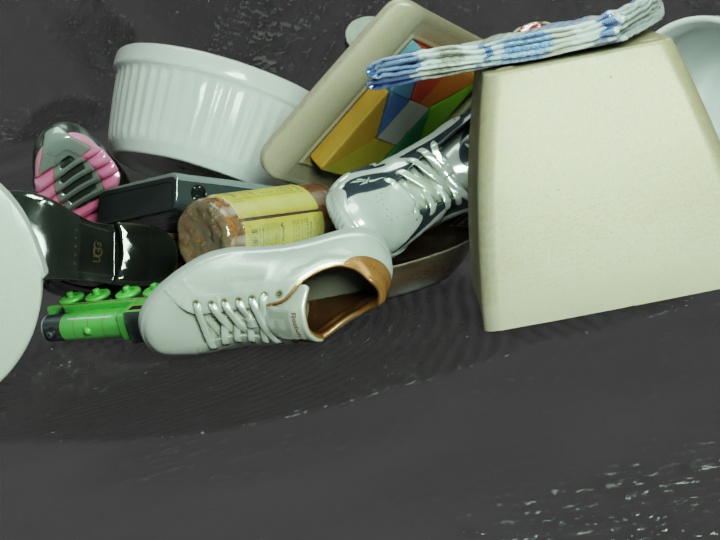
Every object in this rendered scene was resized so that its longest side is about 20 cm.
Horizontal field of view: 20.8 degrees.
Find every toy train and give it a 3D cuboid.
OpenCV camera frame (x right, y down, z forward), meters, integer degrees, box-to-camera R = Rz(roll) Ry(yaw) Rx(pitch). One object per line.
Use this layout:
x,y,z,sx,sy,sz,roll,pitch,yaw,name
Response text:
-0.179,0.037,1.604,0.199,0.042,0.056,-6,22,31,toy train

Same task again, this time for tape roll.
-0.334,0.009,1.453,0.202,0.204,0.037,-12,9,-5,tape roll

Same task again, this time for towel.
0.115,-0.168,1.434,0.199,0.024,0.147,-9,10,24,towel

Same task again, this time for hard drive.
-0.105,-0.050,1.687,0.199,0.033,0.139,7,-9,-34,hard drive

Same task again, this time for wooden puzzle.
0.026,-0.132,1.656,0.185,0.037,0.200,-48,-25,13,wooden puzzle

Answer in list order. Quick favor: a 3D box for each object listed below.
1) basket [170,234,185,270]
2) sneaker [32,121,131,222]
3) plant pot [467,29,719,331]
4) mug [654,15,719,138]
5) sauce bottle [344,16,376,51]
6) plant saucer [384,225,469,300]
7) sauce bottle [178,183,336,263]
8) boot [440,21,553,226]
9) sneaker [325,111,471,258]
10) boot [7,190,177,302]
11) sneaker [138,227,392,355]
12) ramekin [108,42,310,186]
-0.091,-0.079,1.857,0.199,0.143,0.149,-10,9,7,basket
-0.244,-0.085,1.739,0.079,0.096,0.200,-22,-29,2,sneaker
0.168,-0.076,1.440,0.199,0.178,0.200,-11,9,2,plant pot
0.321,-0.148,1.852,0.200,0.148,0.175,-40,-11,22,mug
0.008,-0.145,1.726,0.066,0.066,0.200,-13,-29,-10,sauce bottle
0.000,0.000,1.628,0.199,0.032,0.200,-10,10,2,plant saucer
-0.056,-0.036,1.576,0.066,0.066,0.200,-2,4,43,sauce bottle
0.108,-0.118,1.701,0.204,0.073,0.154,-43,-21,-8,boot
0.061,-0.075,1.555,0.129,0.080,0.199,-36,-10,26,sneaker
-0.258,-0.007,1.695,0.199,0.070,0.174,14,-14,-18,boot
-0.073,0.024,1.453,0.199,0.073,0.085,-19,26,7,sneaker
-0.133,-0.125,1.750,0.202,0.095,0.202,16,-7,2,ramekin
